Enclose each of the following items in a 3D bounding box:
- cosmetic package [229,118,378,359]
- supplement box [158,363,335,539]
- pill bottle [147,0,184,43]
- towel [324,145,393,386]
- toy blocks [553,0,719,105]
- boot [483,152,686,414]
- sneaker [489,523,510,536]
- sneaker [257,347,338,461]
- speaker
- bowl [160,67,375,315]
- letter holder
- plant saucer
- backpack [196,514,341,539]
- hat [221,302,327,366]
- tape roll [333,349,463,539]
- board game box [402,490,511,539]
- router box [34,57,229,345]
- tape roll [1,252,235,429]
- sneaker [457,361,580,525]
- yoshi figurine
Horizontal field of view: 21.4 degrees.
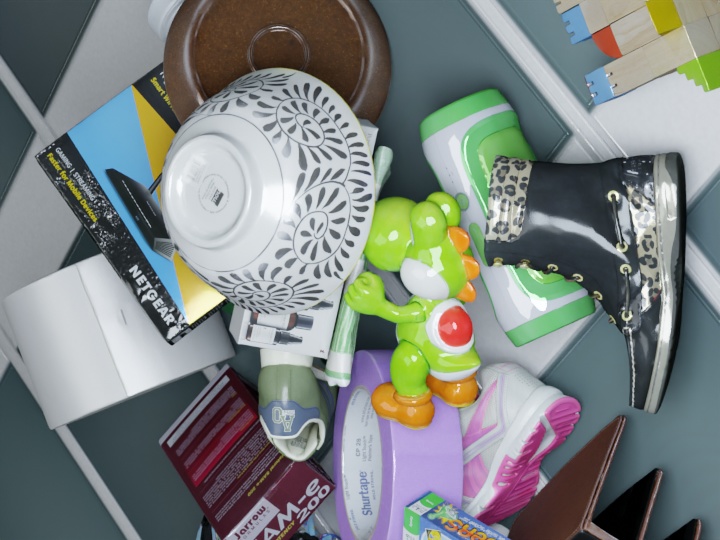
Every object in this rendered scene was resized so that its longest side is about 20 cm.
[{"bbox_3d":[-0.048,-0.033,1.604,0.051,0.082,0.202,-137,58,-70],"label":"cosmetic package"},{"bbox_3d":[-0.111,0.184,1.827,0.109,0.061,0.200,-48,32,3],"label":"supplement box"},{"bbox_3d":[-0.105,-0.180,1.731,0.200,0.112,0.112,50,135,21],"label":"pill bottle"},{"bbox_3d":[0.000,0.000,1.636,0.023,0.153,0.202,13,88,0],"label":"towel"},{"bbox_3d":[0.199,-0.215,1.427,0.136,0.099,0.202,-22,89,59],"label":"toy blocks"},{"bbox_3d":[0.175,0.005,1.492,0.152,0.073,0.206,4,103,13],"label":"boot"},{"bbox_3d":[0.086,0.325,1.746,0.073,0.084,0.202,30,127,33],"label":"sneaker"},{"bbox_3d":[-0.060,0.129,1.730,0.066,0.200,0.091,-1,75,6],"label":"sneaker"},{"bbox_3d":[0.120,-0.043,1.567,0.088,0.088,0.201,-28,84,48],"label":"speaker"},{"bbox_3d":[-0.094,-0.063,1.526,0.199,0.094,0.203,1,92,33],"label":"bowl"},{"bbox_3d":[0.194,0.233,1.597,0.100,0.143,0.200,31,137,-5],"label":"letter holder"},{"bbox_3d":[-0.071,-0.182,1.641,0.201,0.199,0.035,61,171,10],"label":"plant saucer"},{"bbox_3d":[-0.092,0.304,1.888,0.201,0.133,0.183,-104,31,-44],"label":"backpack"},{"bbox_3d":[-0.137,0.018,1.752,0.166,0.175,0.201,96,155,-70],"label":"hat"},{"bbox_3d":[0.030,0.171,1.689,0.200,0.065,0.202,180,90,-75],"label":"tape roll"},{"bbox_3d":[0.091,0.298,1.584,0.135,0.034,0.202,27,128,36],"label":"board game box"},{"bbox_3d":[-0.165,-0.060,1.660,0.201,0.149,0.051,53,176,5],"label":"router box"},{"bbox_3d":[-0.240,0.057,1.899,0.202,0.202,0.140,-24,86,48],"label":"tape roll"},{"bbox_3d":[0.113,0.155,1.664,0.088,0.081,0.201,49,128,27],"label":"sneaker"},{"bbox_3d":[0.043,0.020,1.558,0.111,0.113,0.202,1,121,2],"label":"yoshi figurine"}]
